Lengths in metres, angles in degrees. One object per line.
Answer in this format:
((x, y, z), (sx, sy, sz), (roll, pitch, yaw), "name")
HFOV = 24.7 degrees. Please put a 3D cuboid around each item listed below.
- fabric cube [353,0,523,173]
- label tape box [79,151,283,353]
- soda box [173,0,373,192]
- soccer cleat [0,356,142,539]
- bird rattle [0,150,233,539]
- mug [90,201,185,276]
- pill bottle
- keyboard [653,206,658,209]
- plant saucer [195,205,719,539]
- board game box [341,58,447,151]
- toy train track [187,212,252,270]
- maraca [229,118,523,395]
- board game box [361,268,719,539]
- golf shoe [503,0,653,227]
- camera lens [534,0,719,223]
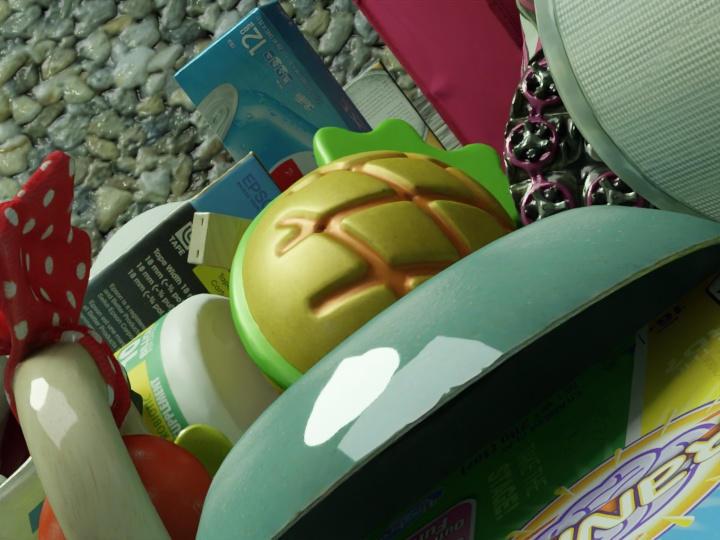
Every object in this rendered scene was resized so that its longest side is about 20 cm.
((0.133, -0.171, 0.936), (0.199, 0.201, 0.196), (-39, 7, -10), "fabric cube")
((-0.092, 0.054, 0.886), (0.199, 0.145, 0.063), (-38, 4, 1), "label tape box")
((-0.016, -0.050, 0.920), (0.064, 0.201, 0.068), (-36, 6, 12), "soda box")
((-0.153, 0.119, 0.665), (0.069, 0.086, 0.202), (10, 81, 34), "soccer cleat")
((-0.078, 0.068, 0.563), (0.112, 0.202, 0.163), (-22, 32, -11), "bird rattle")
((-0.081, 0.042, 1.010), (0.197, 0.149, 0.175), (-8, 13, -1), "mug")
((-0.116, 0.110, 0.765), (0.199, 0.113, 0.113), (-36, 7, 19), "pill bottle")
((0.136, -0.041, 0.732), (0.104, 0.040, 0.200), (-43, 8, -27), "keyboard")
((0.025, 0.040, 0.485), (0.199, 0.036, 0.200), (-33, -16, -11), "plant saucer")
((-0.025, -0.028, 1.120), (0.199, 0.136, 0.035), (-37, 6, 5), "board game box")
((0.000, 0.000, 0.798), (0.032, 0.116, 0.199), (5, -4, 42), "toy train track")
((0.017, -0.004, 0.718), (0.201, 0.136, 0.108), (-69, -2, -50), "maraca")
((0.066, 0.065, 0.372), (0.153, 0.040, 0.200), (-38, 6, 6), "board game box")
((0.106, -0.078, 0.750), (0.072, 0.092, 0.202), (-6, 60, 15), "golf shoe")
((0.156, -0.102, 0.495), (0.160, 0.160, 0.200), (-41, 7, -23), "camera lens")
